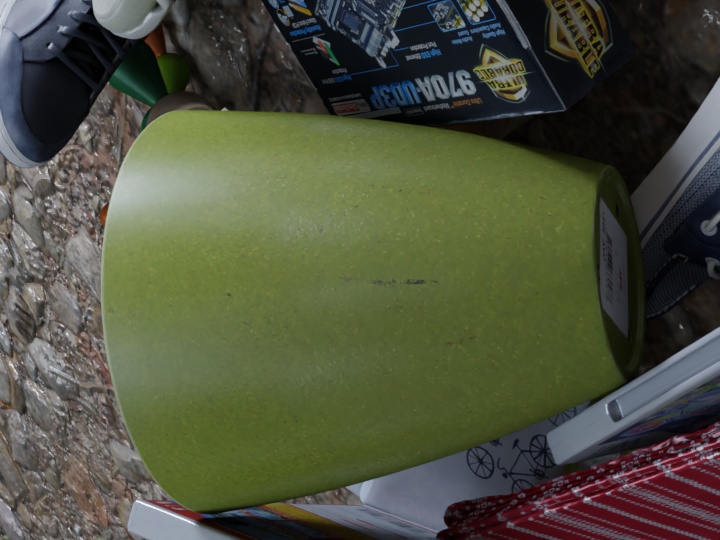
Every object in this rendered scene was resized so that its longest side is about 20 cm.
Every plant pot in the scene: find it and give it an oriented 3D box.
[{"bbox_3d":[0.018,0.011,0.769,0.200,0.187,0.187,-5,113,22],"label":"plant pot"}]

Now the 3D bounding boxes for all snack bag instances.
[{"bbox_3d":[0.022,0.060,0.912,0.200,0.021,0.189,32,131,20],"label":"snack bag"}]

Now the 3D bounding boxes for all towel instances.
[{"bbox_3d":[0.153,0.105,0.794,0.200,0.145,0.023,-25,57,37],"label":"towel"}]

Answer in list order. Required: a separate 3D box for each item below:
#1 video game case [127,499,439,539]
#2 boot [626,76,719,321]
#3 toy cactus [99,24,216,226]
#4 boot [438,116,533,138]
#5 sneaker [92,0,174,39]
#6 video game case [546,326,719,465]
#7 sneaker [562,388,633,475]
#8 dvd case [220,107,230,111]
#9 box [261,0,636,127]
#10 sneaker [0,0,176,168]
[{"bbox_3d":[0.004,0.139,0.835,0.143,0.200,0.017,16,91,33],"label":"video game case"},{"bbox_3d":[0.174,-0.017,0.766,0.090,0.073,0.200,54,146,22],"label":"boot"},{"bbox_3d":[-0.126,-0.088,1.082,0.200,0.102,0.165,67,167,-12],"label":"toy cactus"},{"bbox_3d":[0.041,-0.117,0.878,0.144,0.071,0.201,44,147,25],"label":"boot"},{"bbox_3d":[-0.109,-0.202,0.773,0.075,0.081,0.200,44,132,52],"label":"sneaker"},{"bbox_3d":[0.186,0.034,0.727,0.200,0.143,0.018,-43,61,57],"label":"video game case"},{"bbox_3d":[0.109,0.097,0.939,0.200,0.076,0.105,54,147,10],"label":"sneaker"},{"bbox_3d":[0.000,0.000,1.007,0.200,0.016,0.149,44,174,24],"label":"dvd case"},{"bbox_3d":[0.012,-0.140,0.758,0.159,0.046,0.200,58,158,-15],"label":"box"},{"bbox_3d":[-0.131,-0.155,0.986,0.146,0.203,0.077,-5,147,38],"label":"sneaker"}]
